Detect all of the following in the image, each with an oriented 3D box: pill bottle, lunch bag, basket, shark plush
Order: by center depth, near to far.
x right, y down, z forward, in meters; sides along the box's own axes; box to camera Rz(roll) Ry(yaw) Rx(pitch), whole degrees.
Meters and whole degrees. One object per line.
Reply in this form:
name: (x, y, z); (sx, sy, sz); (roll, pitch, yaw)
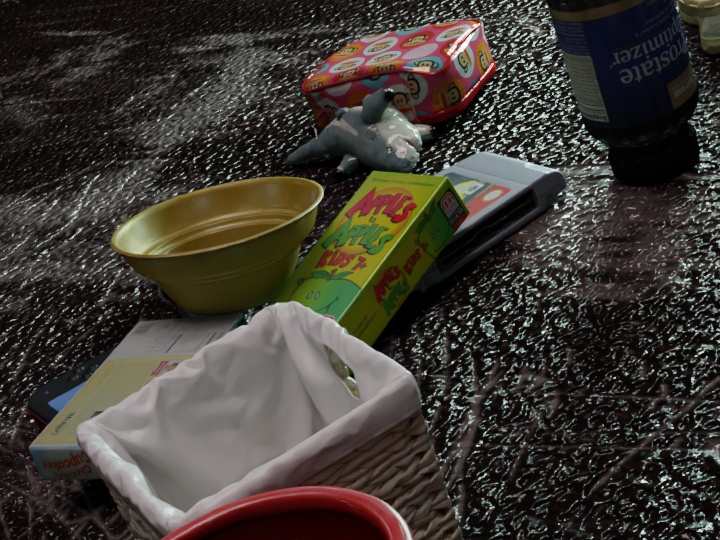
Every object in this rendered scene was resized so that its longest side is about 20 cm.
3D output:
basket: (-0.060, 0.153, 1.185); (0.199, 0.162, 0.198); (-32, 27, -18)
pill bottle: (0.246, -0.186, 1.551); (0.111, 0.201, 0.112); (-18, 26, 9)
shark plush: (-0.014, -0.137, 1.821); (0.198, 0.091, 0.084); (3, 65, 33)
lunch bag: (0.048, -0.225, 1.917); (0.198, 0.083, 0.176); (-5, 30, 33)

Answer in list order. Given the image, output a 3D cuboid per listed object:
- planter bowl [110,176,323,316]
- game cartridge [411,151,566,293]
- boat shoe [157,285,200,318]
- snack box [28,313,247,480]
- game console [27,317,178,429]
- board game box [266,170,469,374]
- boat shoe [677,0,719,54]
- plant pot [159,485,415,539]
planter bowl: (-0.121, -0.013, 1.541); (0.198, 0.084, 0.201); (-12, 18, 4)
game cartridge: (0.083, -0.049, 1.608); (0.199, 0.041, 0.133); (-34, 24, -23)
boat shoe: (-0.171, 0.004, 1.676); (0.066, 0.070, 0.201); (-40, 29, 18)
snack box: (-0.183, 0.106, 1.450); (0.115, 0.037, 0.200); (-5, 28, 28)
game console: (-0.196, 0.108, 1.527); (0.176, 0.031, 0.199); (-33, 29, -22)
board game box: (0.000, 0.000, 1.507); (0.101, 0.048, 0.201); (8, 53, 48)
boat shoe: (0.376, -0.296, 1.819); (0.072, 0.064, 0.201); (-15, 27, 13)
plant pot: (-0.036, 0.249, 0.954); (0.198, 0.184, 0.201); (-18, 26, 9)
